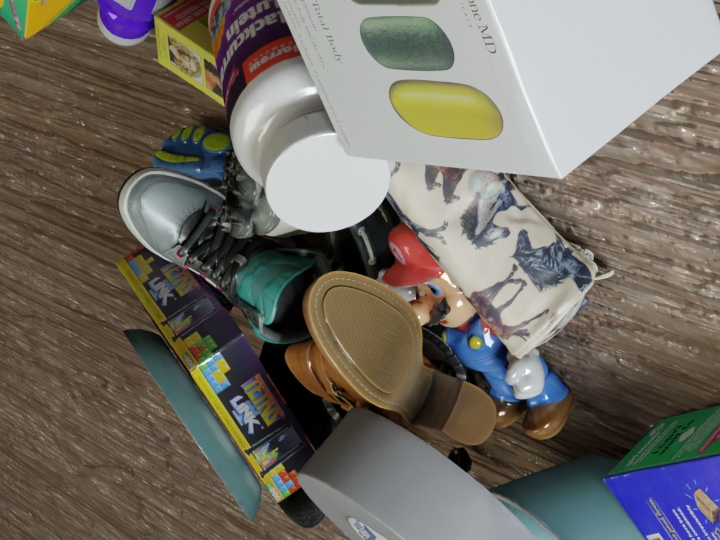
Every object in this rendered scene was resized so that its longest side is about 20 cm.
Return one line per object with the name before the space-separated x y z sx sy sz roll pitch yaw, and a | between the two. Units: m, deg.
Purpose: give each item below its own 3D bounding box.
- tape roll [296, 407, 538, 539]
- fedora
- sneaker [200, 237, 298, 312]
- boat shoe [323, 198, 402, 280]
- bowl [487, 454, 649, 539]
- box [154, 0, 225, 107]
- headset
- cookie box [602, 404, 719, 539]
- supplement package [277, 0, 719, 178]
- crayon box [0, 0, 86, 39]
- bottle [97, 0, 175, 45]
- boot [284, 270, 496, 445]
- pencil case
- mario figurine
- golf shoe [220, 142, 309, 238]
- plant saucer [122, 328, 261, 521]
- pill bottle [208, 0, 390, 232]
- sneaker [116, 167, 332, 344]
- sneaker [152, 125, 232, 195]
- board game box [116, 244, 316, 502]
tape roll | 0.050 0.188 1.322 0.200 0.066 0.200 37 167 10
fedora | -0.025 0.131 1.615 0.200 0.091 0.201 173 90 -66
sneaker | -0.114 0.005 1.659 0.200 0.081 0.147 29 159 26
boat shoe | 0.000 0.000 1.470 0.076 0.060 0.200 34 149 31
bowl | 0.189 0.220 1.375 0.201 0.105 0.201 47 161 22
box | -0.065 -0.148 1.378 0.200 0.075 0.050 36 146 31
headset | 0.045 0.108 1.499 0.123 0.094 0.200 -19 116 20
cookie box | 0.280 0.174 1.221 0.171 0.075 0.200 54 153 -5
supplement package | 0.073 -0.160 1.051 0.200 0.151 0.152 11 132 53
crayon box | -0.231 -0.281 1.425 0.058 0.119 0.200 47 154 10
bottle | -0.165 -0.239 1.412 0.065 0.084 0.200 32 155 -6
boot | -0.006 0.060 1.344 0.200 0.077 0.155 34 166 -36
pencil case | 0.082 -0.040 1.268 0.200 0.089 0.078 50 173 6
mario figurine | 0.073 0.049 1.357 0.123 0.106 0.200 -20 119 27
golf shoe | -0.059 -0.079 1.409 0.200 0.094 0.078 -95 16 -57
plant saucer | -0.141 0.129 1.579 0.200 0.027 0.200 55 173 11
pill bottle | -0.038 -0.121 1.227 0.200 0.111 0.112 -106 4 -47
sneaker | -0.095 -0.006 1.428 0.200 0.084 0.121 35 175 -29
sneaker | -0.094 -0.072 1.542 0.199 0.071 0.083 19 159 46
board game box | -0.119 0.079 1.540 0.200 0.057 0.166 47 168 53
